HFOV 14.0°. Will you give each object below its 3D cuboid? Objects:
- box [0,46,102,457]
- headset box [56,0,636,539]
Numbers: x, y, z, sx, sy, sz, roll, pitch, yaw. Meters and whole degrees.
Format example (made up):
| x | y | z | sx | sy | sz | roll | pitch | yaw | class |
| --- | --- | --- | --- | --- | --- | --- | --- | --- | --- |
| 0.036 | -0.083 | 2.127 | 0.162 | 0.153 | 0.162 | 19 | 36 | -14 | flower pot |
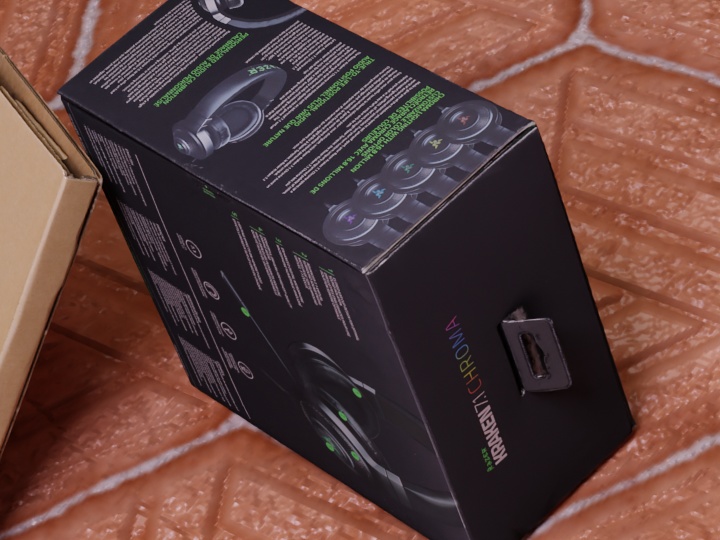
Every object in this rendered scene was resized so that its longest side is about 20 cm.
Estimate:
| x | y | z | sx | sy | sz | roll | pitch | yaw | class |
| --- | --- | --- | --- | --- | --- | --- | --- | --- | --- |
| -0.177 | 0.008 | 1.215 | 0.021 | 0.201 | 0.164 | 6 | 27 | -35 | box |
| 0.000 | 0.000 | 1.138 | 0.093 | 0.174 | 0.200 | -41 | 45 | -20 | headset box |
